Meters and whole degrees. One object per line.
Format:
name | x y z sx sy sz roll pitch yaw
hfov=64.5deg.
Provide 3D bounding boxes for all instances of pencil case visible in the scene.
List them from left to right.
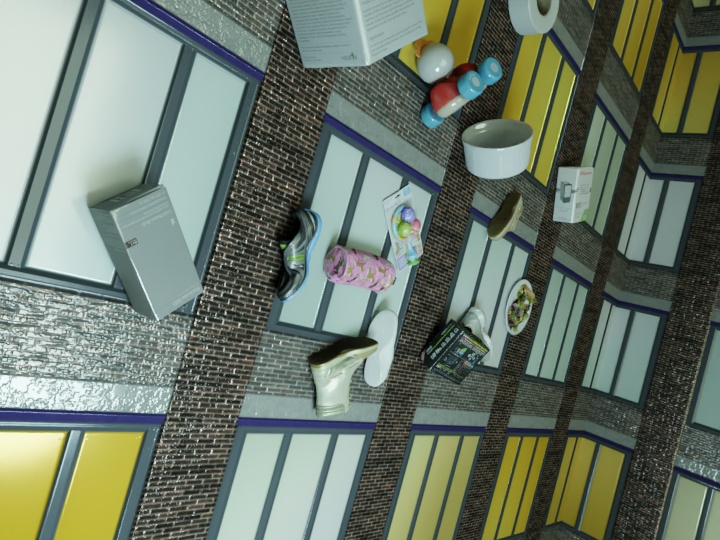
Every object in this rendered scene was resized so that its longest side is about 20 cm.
pencil case | 0.000 0.000 1.354 0.198 0.087 0.083 16 120 -48

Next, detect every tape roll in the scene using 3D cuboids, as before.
tape roll | 0.525 -0.820 1.721 0.200 0.070 0.207 -15 111 -45

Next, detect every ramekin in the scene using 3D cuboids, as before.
ramekin | 0.384 -0.340 1.606 0.200 0.198 0.099 -38 134 -34

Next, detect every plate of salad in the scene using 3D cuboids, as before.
plate of salad | 0.581 0.134 2.055 0.198 0.047 0.205 -17 113 -45

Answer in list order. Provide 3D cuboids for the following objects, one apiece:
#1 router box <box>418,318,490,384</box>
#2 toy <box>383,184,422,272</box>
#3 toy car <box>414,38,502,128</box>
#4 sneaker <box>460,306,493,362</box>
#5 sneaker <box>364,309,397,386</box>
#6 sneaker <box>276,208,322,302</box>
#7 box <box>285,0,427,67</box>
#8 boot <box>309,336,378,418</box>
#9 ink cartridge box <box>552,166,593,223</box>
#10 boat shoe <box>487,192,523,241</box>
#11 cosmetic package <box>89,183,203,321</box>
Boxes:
router box | 0.282 0.246 1.704 0.150 0.062 0.199 -48 138 8
toy | 0.127 -0.107 1.489 0.115 0.047 0.204 -36 125 -38
toy car | 0.211 -0.501 1.423 0.176 0.183 0.202 -41 99 -33
sneaker | 0.362 0.220 1.828 0.091 0.075 0.203 -34 117 -27
sneaker | 0.062 0.197 1.494 0.088 0.074 0.204 -2 108 -60
sneaker | -0.144 -0.034 1.204 0.082 0.070 0.204 18 86 -34
box | -0.009 -0.515 1.117 0.198 0.198 0.174 -39 128 -33
boot | -0.035 0.257 1.391 0.198 0.071 0.158 -18 113 -38
ink cartridge box | 0.806 -0.291 2.163 0.144 0.083 0.205 -11 109 -46
boat shoe | 0.477 -0.161 1.841 0.201 0.073 0.070 -54 128 -24
cosmetic package | -0.352 -0.031 0.953 0.106 0.089 0.203 -38 123 -38
